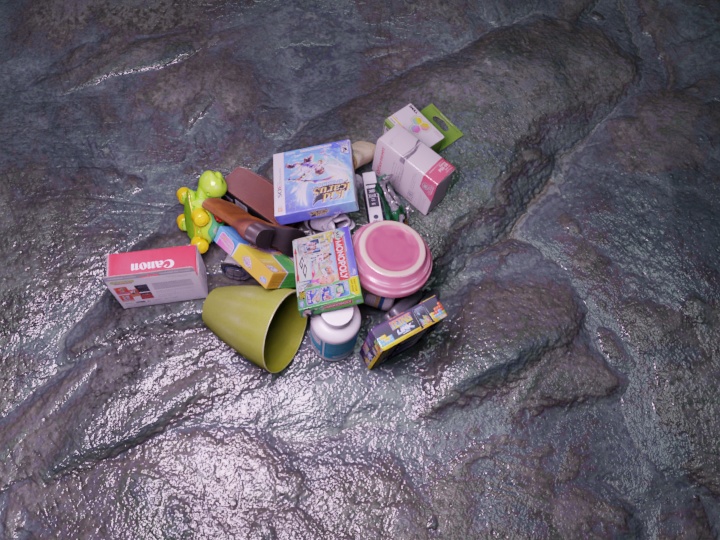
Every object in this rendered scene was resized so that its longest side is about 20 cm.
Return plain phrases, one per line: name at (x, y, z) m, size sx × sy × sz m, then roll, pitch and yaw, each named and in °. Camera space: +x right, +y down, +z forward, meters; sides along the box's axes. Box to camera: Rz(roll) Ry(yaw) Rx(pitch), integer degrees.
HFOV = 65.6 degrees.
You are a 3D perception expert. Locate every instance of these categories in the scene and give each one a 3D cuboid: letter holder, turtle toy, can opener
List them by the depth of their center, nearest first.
can opener at (0.132, 0.078, 1.326) m, size 0.067 × 0.053 × 0.200 m, roll 48°, pitch 42°, yaw 3°
turtle toy at (-0.376, -0.146, 1.353) m, size 0.100 × 0.202 × 0.146 m, roll -12°, pitch 41°, yaw -33°
letter holder at (-0.236, -0.182, 1.423) m, size 0.199 × 0.101 × 0.142 m, roll 35°, pitch 65°, yaw 11°

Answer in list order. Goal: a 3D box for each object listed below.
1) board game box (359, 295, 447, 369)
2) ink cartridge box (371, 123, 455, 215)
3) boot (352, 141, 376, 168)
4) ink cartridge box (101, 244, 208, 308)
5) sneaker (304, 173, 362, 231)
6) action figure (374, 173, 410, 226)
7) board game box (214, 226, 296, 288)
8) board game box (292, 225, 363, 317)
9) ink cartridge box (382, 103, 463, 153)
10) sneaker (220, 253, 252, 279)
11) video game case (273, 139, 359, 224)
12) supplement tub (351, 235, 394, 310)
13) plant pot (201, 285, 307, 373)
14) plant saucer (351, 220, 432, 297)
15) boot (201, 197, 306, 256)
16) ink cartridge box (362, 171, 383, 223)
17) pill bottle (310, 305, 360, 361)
board game box at (0.090, 0.142, 1.247) m, size 0.164 × 0.200 × 0.057 m, roll -25°, pitch 74°, yaw -17°
ink cartridge box at (0.135, -0.265, 1.469) m, size 0.200 × 0.147 × 0.083 m, roll 42°, pitch 67°, yaw 13°
boot at (-0.063, -0.293, 1.499) m, size 0.155 × 0.198 × 0.074 m, roll -41°, pitch 117°, yaw -51°
ink cartridge box at (-0.462, 0.006, 1.271) m, size 0.197 × 0.176 × 0.085 m, roll -7°, pitch 66°, yaw -9°
sneaker at (-0.042, -0.163, 1.423) m, size 0.200 × 0.075 × 0.114 m, roll -45°, pitch 45°, yaw -18°
action figure at (0.096, -0.140, 1.417) m, size 0.054 × 0.202 × 0.118 m, roll -14°, pitch 21°, yaw 27°
board game box at (-0.215, -0.031, 1.276) m, size 0.199 × 0.152 × 0.041 m, roll 38°, pitch 111°, yaw 29°
board game box at (-0.073, -0.001, 1.192) m, size 0.133 × 0.029 × 0.202 m, roll -15°, pitch 49°, yaw 4°
ink cartridge box at (0.182, -0.402, 1.576) m, size 0.199 × 0.076 × 0.148 m, roll -37°, pitch 74°, yaw -18°
sneaker at (-0.236, -0.017, 1.364) m, size 0.197 × 0.075 × 0.088 m, roll 14°, pitch 53°, yaw -2°
video game case at (-0.110, -0.214, 1.343) m, size 0.197 × 0.046 × 0.183 m, roll -10°, pitch 64°, yaw 8°
supplement tub at (0.000, 0.000, 1.335) m, size 0.198 × 0.145 × 0.146 m, roll 18°, pitch 65°, yaw 3°
plant pot at (-0.249, 0.108, 1.259) m, size 0.198 × 0.188 × 0.189 m, roll 16°, pitch 63°, yaw 21°
plant saucer at (0.068, -0.037, 1.252) m, size 0.198 × 0.051 × 0.203 m, roll 4°, pitch 56°, yaw -6°
boot at (-0.241, -0.101, 1.290) m, size 0.199 × 0.069 × 0.187 m, roll 30°, pitch 20°, yaw 33°
ink cartridge box at (0.036, -0.141, 1.428) m, size 0.039 × 0.100 × 0.202 m, roll -8°, pitch 65°, yaw -2°
pill bottle at (-0.056, 0.123, 1.242) m, size 0.109 × 0.200 × 0.112 m, roll 2°, pitch 65°, yaw -5°
